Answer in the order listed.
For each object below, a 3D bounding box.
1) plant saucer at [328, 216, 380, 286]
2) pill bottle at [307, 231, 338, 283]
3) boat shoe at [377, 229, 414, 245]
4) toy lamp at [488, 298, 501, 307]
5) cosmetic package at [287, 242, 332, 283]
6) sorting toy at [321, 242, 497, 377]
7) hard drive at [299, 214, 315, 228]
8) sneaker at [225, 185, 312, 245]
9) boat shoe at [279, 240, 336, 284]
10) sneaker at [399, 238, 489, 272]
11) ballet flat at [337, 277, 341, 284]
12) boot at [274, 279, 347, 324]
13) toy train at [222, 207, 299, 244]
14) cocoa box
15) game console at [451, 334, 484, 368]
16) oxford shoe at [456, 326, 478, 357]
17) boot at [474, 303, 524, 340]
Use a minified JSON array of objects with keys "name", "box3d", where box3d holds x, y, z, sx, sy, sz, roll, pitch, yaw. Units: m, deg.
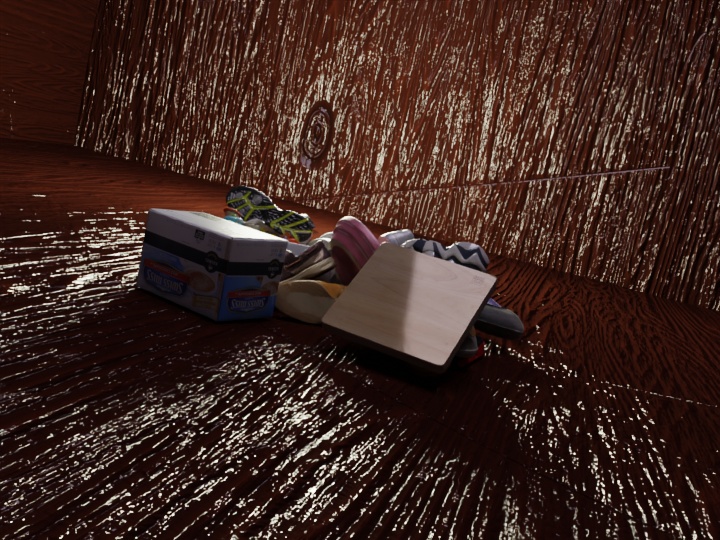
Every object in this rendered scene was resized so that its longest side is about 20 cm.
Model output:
[{"name":"plant saucer","box3d":[0.000,0.000,1.490,0.051,0.202,0.200,-28,24,-18]},{"name":"pill bottle","box3d":[-0.040,-0.024,1.731,0.119,0.121,0.200,17,9,24]},{"name":"boat shoe","box3d":[0.057,-0.011,1.530,0.068,0.201,0.072,-21,57,-23]},{"name":"toy lamp","box3d":[0.236,0.072,1.750,0.058,0.059,0.199,7,8,-34]},{"name":"cosmetic package","box3d":[-0.163,-0.010,1.494,0.198,0.072,0.101,10,-18,-22]},{"name":"sorting toy","box3d":[0.076,0.067,1.214,0.199,0.070,0.199,18,47,24]},{"name":"hard drive","box3d":[-0.213,-0.080,1.781,0.199,0.043,0.135,-18,-4,21]},{"name":"sneaker","box3d":[-0.190,-0.100,1.634,0.199,0.076,0.077,32,-21,10]},{"name":"boat shoe","box3d":[-0.134,-0.003,1.408,0.199,0.072,0.072,-23,-3,-32]},{"name":"sneaker","box3d":[0.111,0.021,1.356,0.198,0.130,0.080,5,-36,38]},{"name":"ballet flat","box3d":[0.023,0.039,1.653,0.199,0.076,0.064,12,-24,-36]},{"name":"boot","box3d":[-0.076,0.052,1.404,0.199,0.072,0.144,7,1,-23]},{"name":"toy train","box3d":[-0.194,-0.073,1.516,0.149,0.056,0.200,-6,-21,19]},{"name":"cocoa box","box3d":[-0.239,-0.010,1.285,0.199,0.132,0.133,19,10,34]},{"name":"game console","box3d":[0.102,0.116,1.360,0.198,0.031,0.177,16,13,21]},{"name":"oxford shoe","box3d":[0.095,0.086,1.286,0.198,0.058,0.075,14,14,17]},{"name":"boot","box3d":[0.181,0.064,1.482,0.199,0.073,0.182,6,24,-36]}]
